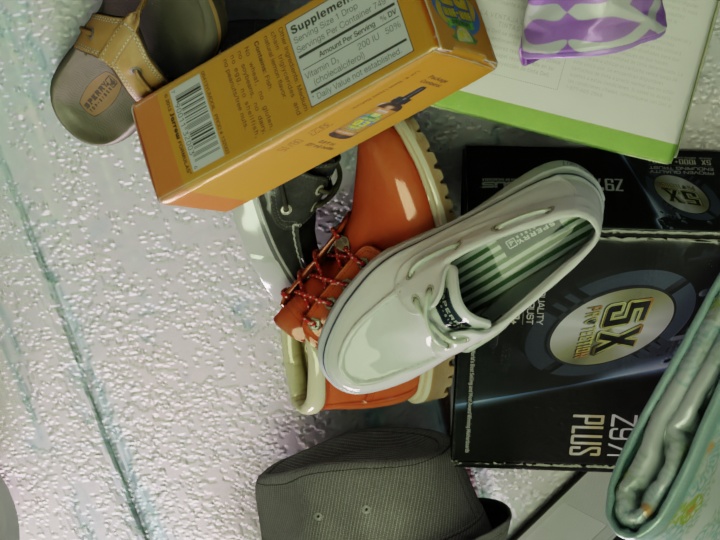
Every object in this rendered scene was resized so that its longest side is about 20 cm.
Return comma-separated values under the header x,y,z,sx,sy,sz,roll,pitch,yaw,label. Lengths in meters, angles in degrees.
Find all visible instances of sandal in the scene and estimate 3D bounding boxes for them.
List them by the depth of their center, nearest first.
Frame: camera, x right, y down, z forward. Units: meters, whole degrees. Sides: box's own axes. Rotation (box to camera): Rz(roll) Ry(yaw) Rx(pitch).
x,y,z,sx,sy,sz,roll,pitch,yaw,label
-0.138,-0.124,1.252,0.082,0.055,0.200,46,142,-3,sandal

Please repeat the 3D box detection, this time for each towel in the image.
x,y,z,sx,sy,sz,roll,pitch,yaw,label
0.233,0.085,1.343,0.171,0.048,0.200,25,95,-58,towel

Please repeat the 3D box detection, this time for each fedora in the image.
x,y,z,sx,sy,sz,roll,pitch,yaw,label
-0.002,0.160,1.468,0.200,0.177,0.090,-12,98,30,fedora

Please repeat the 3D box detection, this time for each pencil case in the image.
x,y,z,sx,sy,sz,roll,pitch,yaw,label
0.107,-0.208,1.141,0.085,0.084,0.200,-2,102,31,pencil case

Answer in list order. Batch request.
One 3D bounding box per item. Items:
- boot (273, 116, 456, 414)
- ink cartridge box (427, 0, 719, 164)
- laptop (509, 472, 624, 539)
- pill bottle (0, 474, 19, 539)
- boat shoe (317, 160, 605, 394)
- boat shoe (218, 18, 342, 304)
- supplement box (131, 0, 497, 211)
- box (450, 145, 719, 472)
x,y,z,sx,sy,sz,roll,pitch,yaw,label
0.000,0.000,1.325,0.107,0.075,0.200,-10,119,-19,boot
0.127,-0.176,1.229,0.148,0.076,0.200,13,100,-8,ink cartridge box
0.197,0.258,1.543,0.200,0.116,0.187,29,124,-19,laptop
-0.346,0.197,1.522,0.200,0.112,0.112,-24,124,19,pill bottle
0.054,0.009,1.263,0.200,0.067,0.074,-41,107,16,boat shoe
-0.045,-0.066,1.328,0.066,0.070,0.200,-9,120,12,boat shoe
-0.027,-0.101,1.203,0.200,0.069,0.066,-24,164,29,supplement box
0.141,0.027,1.378,0.163,0.086,0.200,2,129,0,box
